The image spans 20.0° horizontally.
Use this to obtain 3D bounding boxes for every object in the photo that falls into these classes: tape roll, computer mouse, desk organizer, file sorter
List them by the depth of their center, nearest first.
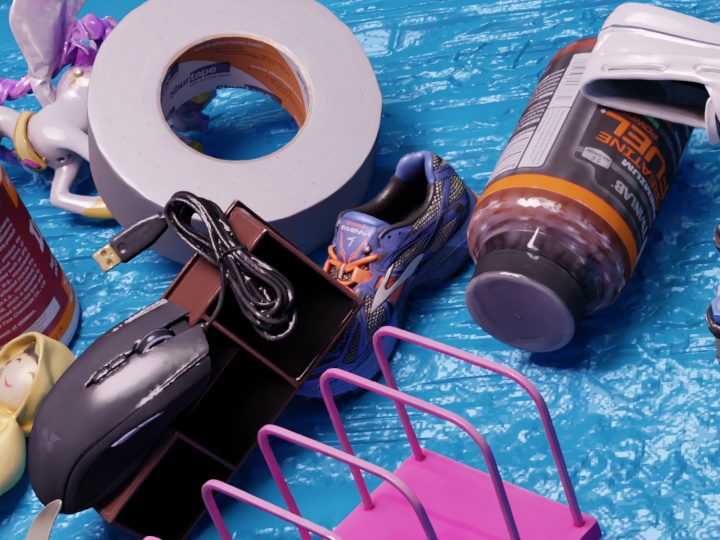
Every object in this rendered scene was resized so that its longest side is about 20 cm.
[{"bbox_3d":[0.004,0.141,1.098,0.139,0.125,0.200,18,49,43],"label":"file sorter"},{"bbox_3d":[-0.143,0.039,1.209,0.200,0.046,0.140,-42,53,7],"label":"computer mouse"},{"bbox_3d":[-0.095,0.066,1.240,0.077,0.072,0.200,36,88,41],"label":"desk organizer"},{"bbox_3d":[-0.087,-0.101,1.396,0.200,0.066,0.200,2,61,-4],"label":"tape roll"}]

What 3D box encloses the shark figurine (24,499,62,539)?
[{"bbox_3d":[-0.153,0.221,1.154,0.128,0.089,0.214,-60,34,10],"label":"shark figurine"}]

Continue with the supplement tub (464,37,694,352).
[{"bbox_3d":[0.133,-0.045,1.270,0.107,0.107,0.200,5,50,29],"label":"supplement tub"}]

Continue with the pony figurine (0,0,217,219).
[{"bbox_3d":[-0.209,-0.130,1.502,0.200,0.167,0.193,18,63,19],"label":"pony figurine"}]

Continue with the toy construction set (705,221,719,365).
[{"bbox_3d":[0.269,0.001,1.179,0.131,0.092,0.200,-4,34,21],"label":"toy construction set"}]

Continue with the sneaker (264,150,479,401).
[{"bbox_3d":[0.000,0.000,1.303,0.075,0.078,0.200,16,58,38],"label":"sneaker"}]

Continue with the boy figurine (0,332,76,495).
[{"bbox_3d":[-0.264,0.117,1.318,0.200,0.064,0.124,-35,40,-7],"label":"boy figurine"}]

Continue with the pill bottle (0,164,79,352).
[{"bbox_3d":[-0.274,-0.020,1.360,0.113,0.200,0.113,-13,43,12],"label":"pill bottle"}]

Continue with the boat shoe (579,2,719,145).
[{"bbox_3d":[0.225,-0.100,1.205,0.200,0.074,0.065,17,66,32],"label":"boat shoe"}]
